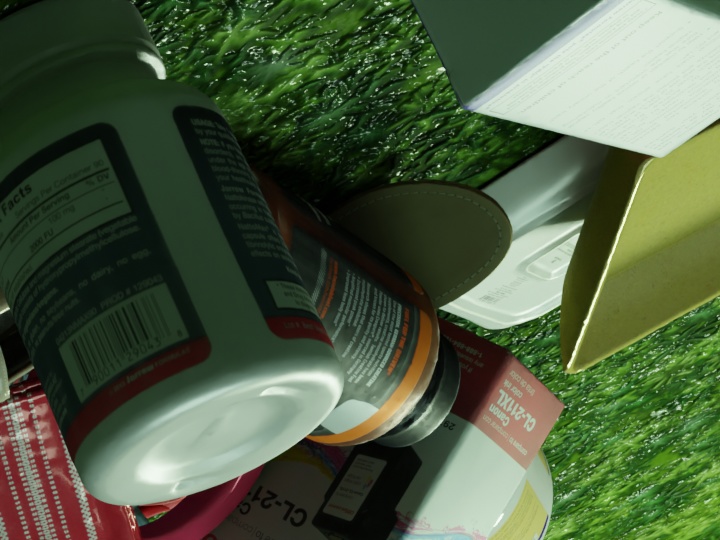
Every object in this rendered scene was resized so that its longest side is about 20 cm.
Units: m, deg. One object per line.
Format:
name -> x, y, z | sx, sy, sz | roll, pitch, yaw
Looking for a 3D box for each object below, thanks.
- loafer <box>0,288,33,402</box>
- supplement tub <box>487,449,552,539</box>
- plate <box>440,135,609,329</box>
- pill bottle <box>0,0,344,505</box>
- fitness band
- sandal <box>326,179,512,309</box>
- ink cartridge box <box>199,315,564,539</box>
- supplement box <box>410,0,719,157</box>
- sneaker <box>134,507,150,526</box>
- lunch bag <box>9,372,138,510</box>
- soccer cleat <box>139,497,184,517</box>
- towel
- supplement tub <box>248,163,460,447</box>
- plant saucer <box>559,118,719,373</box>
loafer -> -0.174, 0.030, 1.167 | 0.200, 0.063, 0.072 | -41, 156, -28
supplement tub -> 0.048, 0.134, 1.644 | 0.145, 0.146, 0.200 | -26, 159, 3
plate -> 0.122, -0.022, 1.518 | 0.200, 0.032, 0.199 | -33, 159, 18
pill bottle -> -0.098, -0.013, 1.048 | 0.119, 0.200, 0.120 | -22, 159, -9
fitness band -> -0.119, 0.089, 1.331 | 0.144, 0.037, 0.200 | -56, 144, -10
sandal -> -0.003, -0.005, 1.399 | 0.211, 0.078, 0.070 | -27, -168, 24
ink cartridge box -> 0.001, 0.122, 1.426 | 0.200, 0.146, 0.083 | -59, 144, -9
supplement box -> 0.115, -0.130, 1.152 | 0.103, 0.101, 0.200 | -36, 156, 27
sneaker -> -0.204, 0.151, 1.471 | 0.200, 0.082, 0.074 | -2, -146, 31
lunch bag -> -0.210, 0.098, 1.322 | 0.151, 0.094, 0.200 | -46, 150, -9
soccer cleat -> -0.099, 0.107, 1.507 | 0.200, 0.077, 0.067 | -30, 159, 14
towel -> -0.213, 0.122, 1.231 | 0.200, 0.023, 0.145 | -17, 133, -8
supplement tub -> -0.030, 0.027, 1.283 | 0.107, 0.107, 0.200 | -34, 139, 21
plant saucer -> 0.201, -0.049, 1.450 | 0.200, 0.048, 0.200 | -26, 150, -29
